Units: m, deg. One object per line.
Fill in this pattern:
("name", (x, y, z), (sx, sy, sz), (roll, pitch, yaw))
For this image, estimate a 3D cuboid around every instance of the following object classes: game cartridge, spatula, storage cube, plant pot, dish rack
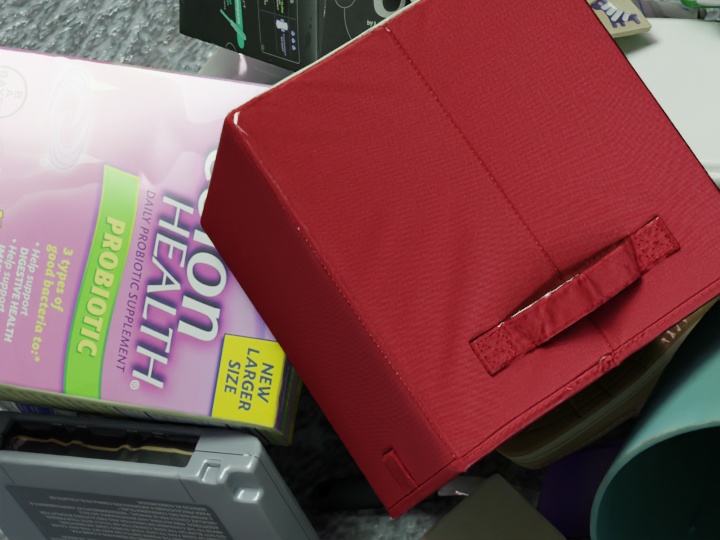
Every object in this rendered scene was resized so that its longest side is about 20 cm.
("game cartridge", (-0.117, 0.132, 1.025), (0.199, 0.134, 0.041), (3, 46, 28))
("spatula", (0.060, 0.120, 1.024), (0.199, 0.021, 0.057), (-3, 50, 26))
("storage cube", (0.045, -0.013, 0.868), (0.170, 0.200, 0.180), (-33, 84, -14))
("plant pot", (0.223, 0.083, 0.858), (0.199, 0.201, 0.161), (2, 42, 28))
("dish rack", (0.180, -0.091, 1.029), (0.199, 0.044, 0.172), (3, 41, 13))

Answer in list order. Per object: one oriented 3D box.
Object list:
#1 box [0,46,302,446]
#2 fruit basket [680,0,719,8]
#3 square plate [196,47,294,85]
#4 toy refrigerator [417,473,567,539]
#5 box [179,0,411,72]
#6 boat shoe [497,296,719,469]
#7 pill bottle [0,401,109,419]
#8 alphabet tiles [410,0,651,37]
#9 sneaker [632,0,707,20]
("box", (-0.122, -0.012, 1.001), (0.199, 0.097, 0.177), (9, 80, 4))
("fruit basket", (0.261, -0.180, 1.079), (0.184, 0.200, 0.094), (8, 88, 31))
("square plate", (-0.068, -0.063, 1.242), (0.199, 0.028, 0.198), (20, 65, 38))
("toy refrigerator", (0.025, 0.203, 0.933), (0.200, 0.076, 0.070), (-40, 46, -10))
("box", (-0.012, -0.200, 1.192), (0.148, 0.125, 0.200), (-9, 18, -29))
("boat shoe", (0.158, 0.045, 1.001), (0.200, 0.069, 0.074), (-38, 36, -4))
("pill bottle", (-0.180, 0.036, 1.151), (0.199, 0.120, 0.120), (19, 63, 37))
("alphabet tiles", (0.074, -0.197, 1.070), (0.166, 0.006, 0.200), (-14, 55, -31))
("sneaker", (0.167, -0.141, 1.165), (0.087, 0.075, 0.200), (-38, 53, -16))
